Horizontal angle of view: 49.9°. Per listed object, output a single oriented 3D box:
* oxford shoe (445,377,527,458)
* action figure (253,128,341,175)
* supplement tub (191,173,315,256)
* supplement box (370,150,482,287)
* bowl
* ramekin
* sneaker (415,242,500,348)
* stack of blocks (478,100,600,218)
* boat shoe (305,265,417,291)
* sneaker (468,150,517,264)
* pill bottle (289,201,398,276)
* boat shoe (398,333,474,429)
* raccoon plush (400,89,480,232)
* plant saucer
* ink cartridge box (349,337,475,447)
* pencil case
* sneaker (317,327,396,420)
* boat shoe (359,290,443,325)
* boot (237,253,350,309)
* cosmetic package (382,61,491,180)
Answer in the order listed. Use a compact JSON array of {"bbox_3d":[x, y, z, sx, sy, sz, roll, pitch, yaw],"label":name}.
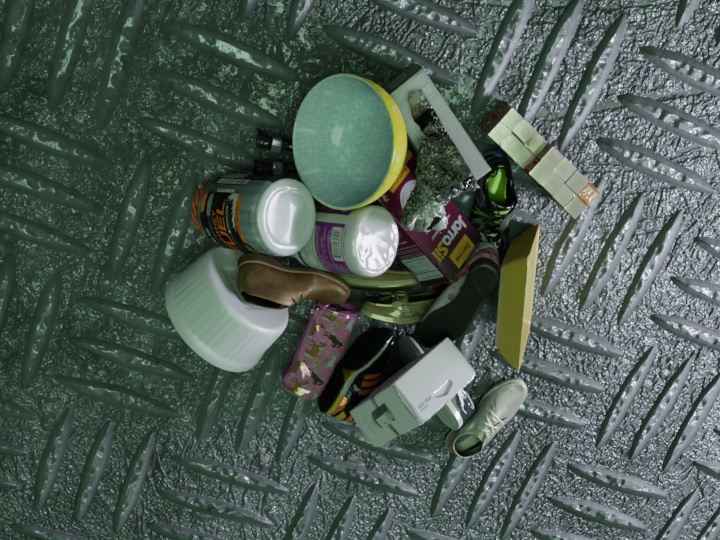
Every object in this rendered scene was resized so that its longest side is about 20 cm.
[{"bbox_3d":[0.243,0.286,1.473,0.075,0.058,0.200,43,100,-14],"label":"oxford shoe"},{"bbox_3d":[-0.075,-0.185,1.281,0.197,0.069,0.132,7,102,-10],"label":"action figure"},{"bbox_3d":[-0.175,-0.091,1.228,0.122,0.199,0.124,-7,101,-43],"label":"supplement tub"},{"bbox_3d":[0.093,-0.083,1.292,0.200,0.085,0.111,46,63,-17],"label":"supplement box"},{"bbox_3d":[0.002,-0.196,1.188,0.198,0.107,0.203,8,102,38],"label":"bowl"},{"bbox_3d":[-0.212,0.057,1.274,0.200,0.201,0.098,42,114,-16],"label":"ramekin"},{"bbox_3d":[0.171,0.041,1.330,0.067,0.108,0.202,32,119,-6],"label":"sneaker"},{"bbox_3d":[0.292,-0.185,1.279,0.200,0.115,0.059,41,102,-15],"label":"stack of blocks"},{"bbox_3d":[0.000,0.000,1.325,0.198,0.073,0.064,3,84,20],"label":"boat shoe"},{"bbox_3d":[0.225,-0.101,1.320,0.070,0.083,0.202,-2,112,-4],"label":"sneaker"},{"bbox_3d":[-0.044,-0.054,1.256,0.112,0.199,0.114,-9,102,-45],"label":"pill bottle"},{"bbox_3d":[0.141,0.196,1.433,0.060,0.075,0.201,-35,102,-31],"label":"boat shoe"},{"bbox_3d":[0.088,-0.155,1.190,0.133,0.097,0.201,-31,80,9],"label":"raccoon plush"},{"bbox_3d":[0.267,0.039,1.325,0.048,0.200,0.202,7,110,16],"label":"plant saucer"},{"bbox_3d":[0.085,0.211,1.322,0.145,0.200,0.085,-35,86,-31],"label":"ink cartridge box"},{"bbox_3d":[-0.073,0.135,1.372,0.086,0.083,0.202,26,115,6],"label":"pencil case"},{"bbox_3d":[0.010,0.193,1.426,0.090,0.070,0.201,32,102,-35],"label":"sneaker"},{"bbox_3d":[0.094,0.059,1.379,0.198,0.073,0.063,2,103,-16],"label":"boat shoe"},{"bbox_3d":[-0.108,0.036,1.259,0.198,0.076,0.074,14,144,-25],"label":"boot"},{"bbox_3d":[0.118,-0.227,1.257,0.090,0.107,0.200,-38,109,9],"label":"cosmetic package"}]
